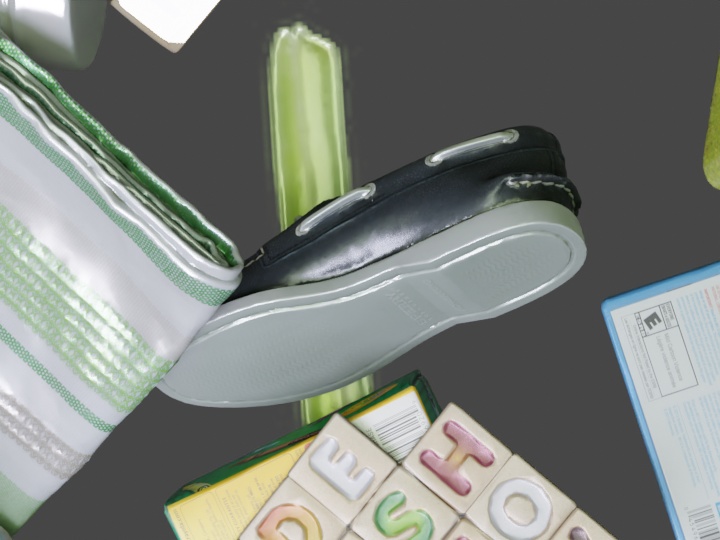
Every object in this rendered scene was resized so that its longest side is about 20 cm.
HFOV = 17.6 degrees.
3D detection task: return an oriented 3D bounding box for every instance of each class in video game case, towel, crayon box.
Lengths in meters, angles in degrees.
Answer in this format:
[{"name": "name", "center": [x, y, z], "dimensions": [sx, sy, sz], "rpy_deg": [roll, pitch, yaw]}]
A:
[{"name": "video game case", "center": [0.216, 0.049, 0.971], "dimensions": [0.198, 0.018, 0.144], "rpy_deg": [-19, 90, 6]}, {"name": "towel", "center": [-0.154, 0.015, 0.952], "dimensions": [0.149, 0.031, 0.200], "rpy_deg": [42, 123, -1]}, {"name": "crayon box", "center": [0.015, 0.159, 0.975], "dimensions": [0.118, 0.058, 0.201], "rpy_deg": [-26, 90, 6]}]

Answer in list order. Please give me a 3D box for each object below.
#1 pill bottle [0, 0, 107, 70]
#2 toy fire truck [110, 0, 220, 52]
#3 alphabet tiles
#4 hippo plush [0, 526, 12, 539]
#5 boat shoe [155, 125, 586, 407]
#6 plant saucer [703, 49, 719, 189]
[{"name": "pill bottle", "center": [-0.208, -0.130, 0.957], "dimensions": [0.198, 0.111, 0.112], "rpy_deg": [4, 93, 6]}, {"name": "toy fire truck", "center": [-0.056, -0.210, 0.920], "dimensions": [0.175, 0.129, 0.201], "rpy_deg": [30, 66, 3]}, {"name": "alphabet tiles", "center": [0.013, 0.162, 0.942], "dimensions": [0.167, 0.008, 0.200], "rpy_deg": [39, 96, 3]}, {"name": "hippo plush", "center": [-0.228, 0.193, 0.945], "dimensions": [0.160, 0.200, 0.161], "rpy_deg": [-17, 83, 19]}, {"name": "boat shoe", "center": [0.000, 0.000, 0.970], "dimensions": [0.198, 0.076, 0.061], "rpy_deg": [-18, 53, 15]}, {"name": "plant saucer", "center": [0.251, -0.119, 0.935], "dimensions": [0.198, 0.048, 0.202], "rpy_deg": [9, 87, 5]}]
